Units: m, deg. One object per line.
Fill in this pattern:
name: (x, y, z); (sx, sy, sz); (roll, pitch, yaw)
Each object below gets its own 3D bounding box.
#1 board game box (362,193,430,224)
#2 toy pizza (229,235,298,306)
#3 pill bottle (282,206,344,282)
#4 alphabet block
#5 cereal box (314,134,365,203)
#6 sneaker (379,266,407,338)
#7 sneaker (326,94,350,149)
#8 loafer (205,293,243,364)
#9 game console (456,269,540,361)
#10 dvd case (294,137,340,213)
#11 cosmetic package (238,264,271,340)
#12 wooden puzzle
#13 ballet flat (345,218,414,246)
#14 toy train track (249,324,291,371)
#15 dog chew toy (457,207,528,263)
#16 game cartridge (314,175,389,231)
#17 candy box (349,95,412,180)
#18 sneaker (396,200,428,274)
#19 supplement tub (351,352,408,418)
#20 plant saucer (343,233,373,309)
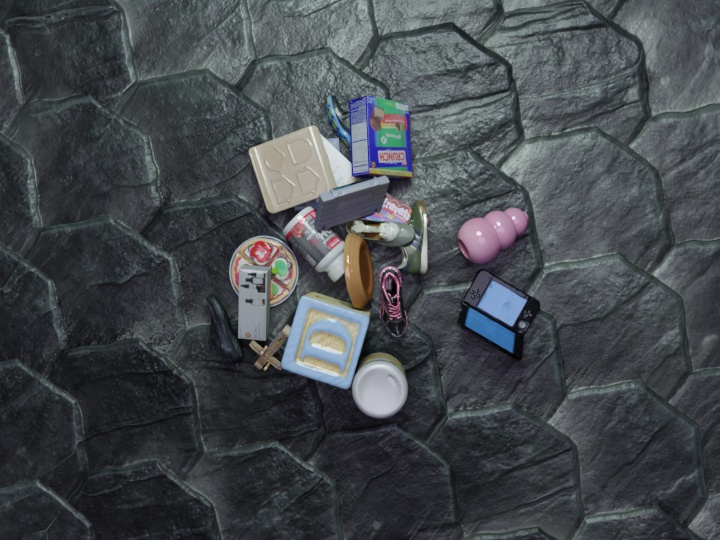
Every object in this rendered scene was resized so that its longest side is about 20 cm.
board game box: (0.086, -0.150, 1.648); (0.199, 0.019, 0.104); (31, 91, 1)
toy pizza: (-0.274, 0.004, 1.655); (0.197, 0.032, 0.203); (0, 91, 2)
pill bottle: (-0.109, -0.067, 1.609); (0.111, 0.111, 0.200); (-43, 89, 2)
alphabet block: (-0.085, 0.180, 1.568); (0.193, 0.200, 0.199); (19, 92, 1)
cereal box: (-0.100, -0.267, 1.623); (0.200, 0.040, 0.144); (42, 93, 1)
sneaker: (0.088, 0.091, 1.614); (0.078, 0.095, 0.203); (-9, 92, 0)
sneaker: (-0.025, -0.401, 1.629); (0.082, 0.071, 0.200); (-38, 91, -11)
loafer: (-0.392, 0.165, 1.642); (0.070, 0.068, 0.203); (-23, 94, -7)
game console: (0.378, 0.117, 1.592); (0.199, 0.119, 0.174); (30, 92, 1)
dvd case: (-0.121, -0.268, 1.653); (0.141, 0.018, 0.203); (-4, 90, 1)
cosmetic package: (-0.293, 0.090, 1.625); (0.081, 0.051, 0.203); (5, 105, 5)
wooden puzzle: (-0.181, -0.271, 1.590); (0.198, 0.046, 0.187); (-18, 92, 2)
ballet flat: (0.048, -0.104, 1.588); (0.198, 0.064, 0.068); (8, 85, 31)
toy train track: (-0.243, 0.217, 1.602); (0.114, 0.033, 0.200); (39, 126, -4)
dog chew toy: (0.365, -0.103, 1.593); (0.198, 0.125, 0.126); (-27, 90, -6)
game cartridge: (-0.024, -0.179, 1.545); (0.198, 0.130, 0.039); (-19, 58, -24)
candy box: (0.055, -0.349, 1.574); (0.077, 0.168, 0.203); (0, 93, 46)
sneaker: (0.135, -0.088, 1.603); (0.089, 0.067, 0.203); (-2, 94, -4)
supplement tub: (0.052, 0.299, 1.564); (0.143, 0.200, 0.147); (0, 91, 2)
plant saucer: (0.000, 0.000, 1.560); (0.037, 0.200, 0.203); (-7, 91, 15)
